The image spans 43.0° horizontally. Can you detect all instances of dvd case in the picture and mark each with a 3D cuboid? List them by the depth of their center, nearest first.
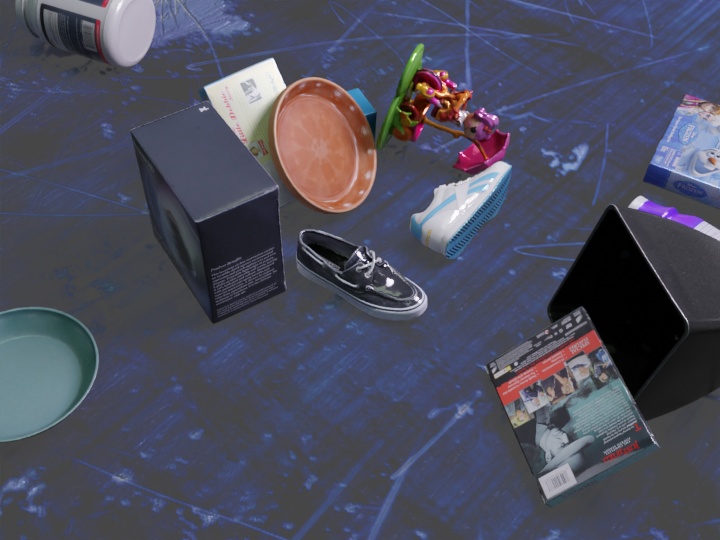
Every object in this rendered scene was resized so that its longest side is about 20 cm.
[{"bbox_3d":[0.244,0.158,1.084,0.146,0.022,0.200,-34,47,16],"label":"dvd case"}]

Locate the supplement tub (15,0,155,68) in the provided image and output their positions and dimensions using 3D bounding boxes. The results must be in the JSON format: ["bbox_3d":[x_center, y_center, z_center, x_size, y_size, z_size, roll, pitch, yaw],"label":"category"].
[{"bbox_3d":[-0.465,-0.435,1.555,0.199,0.141,0.141,20,51,14],"label":"supplement tub"}]

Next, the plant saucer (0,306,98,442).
[{"bbox_3d":[-0.421,0.133,1.127,0.199,0.036,0.201,1,48,-1],"label":"plant saucer"}]

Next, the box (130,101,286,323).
[{"bbox_3d":[-0.200,-0.078,1.211,0.123,0.199,0.200,-25,53,-22],"label":"box"}]

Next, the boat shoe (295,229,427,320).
[{"bbox_3d":[0.000,0.000,1.235,0.199,0.068,0.072,27,53,20],"label":"boat shoe"}]

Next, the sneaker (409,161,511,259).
[{"bbox_3d":[0.152,-0.103,1.326,0.081,0.077,0.200,29,52,25],"label":"sneaker"}]

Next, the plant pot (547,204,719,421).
[{"bbox_3d":[0.378,0.057,1.124,0.177,0.200,0.200,0,47,-20],"label":"plant pot"}]

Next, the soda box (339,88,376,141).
[{"bbox_3d":[-0.078,-0.216,1.425,0.199,0.064,0.068,-20,53,-18],"label":"soda box"}]

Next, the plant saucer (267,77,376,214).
[{"bbox_3d":[-0.057,-0.180,1.335,0.032,0.201,0.200,-13,32,45],"label":"plant saucer"}]

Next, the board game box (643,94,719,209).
[{"bbox_3d":[0.569,-0.176,1.424,0.198,0.043,0.200,24,52,16],"label":"board game box"}]

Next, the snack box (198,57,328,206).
[{"bbox_3d":[-0.140,-0.194,1.332,0.116,0.201,0.037,-28,12,-22],"label":"snack box"}]

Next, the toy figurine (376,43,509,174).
[{"bbox_3d":[0.141,-0.227,1.378,0.184,0.200,0.150,26,61,5],"label":"toy figurine"}]

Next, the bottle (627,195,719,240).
[{"bbox_3d":[0.461,-0.033,1.280,0.083,0.065,0.200,-35,58,-29],"label":"bottle"}]
